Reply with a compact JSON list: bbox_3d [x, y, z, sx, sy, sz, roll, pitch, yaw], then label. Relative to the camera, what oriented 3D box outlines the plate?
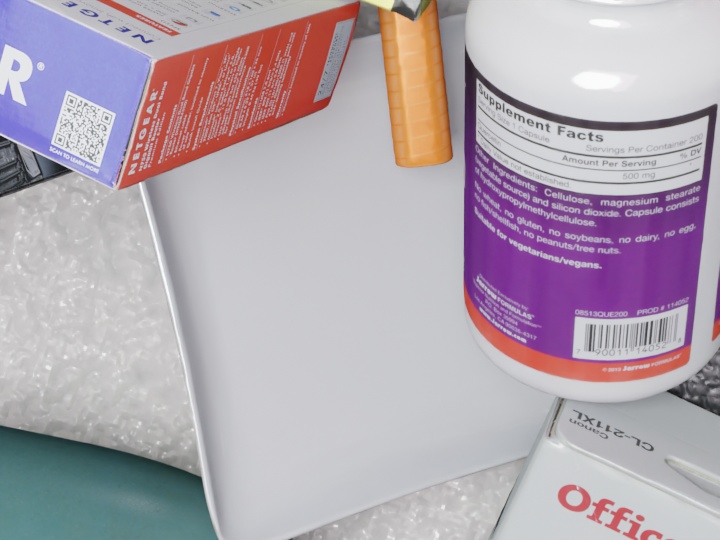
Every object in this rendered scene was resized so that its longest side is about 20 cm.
[{"bbox_3d":[0.000,0.000,0.837,0.199,0.032,0.200,-15,96,-29],"label":"plate"}]

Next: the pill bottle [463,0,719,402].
[{"bbox_3d":[0.096,-0.053,0.753,0.112,0.113,0.201,5,129,8],"label":"pill bottle"}]

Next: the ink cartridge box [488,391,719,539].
[{"bbox_3d":[0.115,0.158,0.827,0.145,0.083,0.201,25,118,5],"label":"ink cartridge box"}]

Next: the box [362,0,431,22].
[{"bbox_3d":[-0.056,-0.169,0.760,0.199,0.050,0.076,19,110,2],"label":"box"}]

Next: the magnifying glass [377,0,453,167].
[{"bbox_3d":[0.016,-0.143,0.799,0.079,0.022,0.201,-7,103,0],"label":"magnifying glass"}]

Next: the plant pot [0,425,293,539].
[{"bbox_3d":[-0.113,0.171,0.843,0.160,0.201,0.202,6,98,-4],"label":"plant pot"}]

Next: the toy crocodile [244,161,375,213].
[{"bbox_3d":[-0.033,0.000,0.875,0.067,0.062,0.201,-6,95,-30],"label":"toy crocodile"}]

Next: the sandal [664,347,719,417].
[{"bbox_3d":[0.175,0.093,0.862,0.075,0.048,0.200,-43,102,14],"label":"sandal"}]

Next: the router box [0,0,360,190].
[{"bbox_3d":[-0.125,-0.108,0.718,0.199,0.179,0.049,26,112,15],"label":"router box"}]

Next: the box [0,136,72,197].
[{"bbox_3d":[-0.173,-0.061,0.801,0.157,0.200,0.050,-5,101,23],"label":"box"}]
